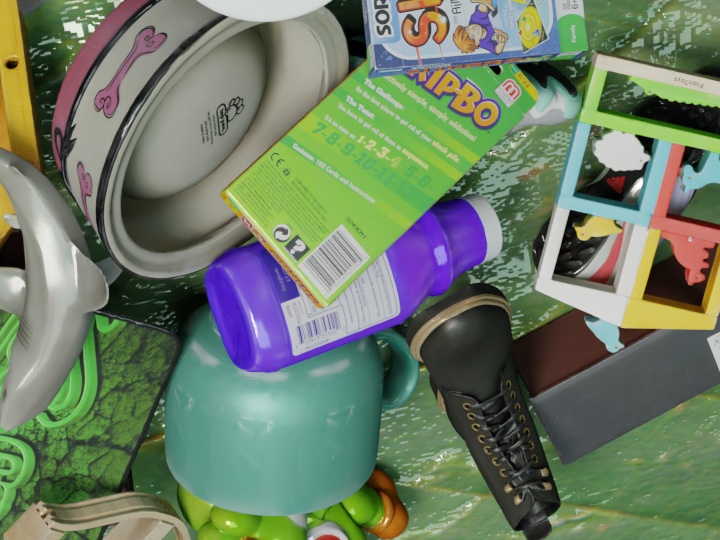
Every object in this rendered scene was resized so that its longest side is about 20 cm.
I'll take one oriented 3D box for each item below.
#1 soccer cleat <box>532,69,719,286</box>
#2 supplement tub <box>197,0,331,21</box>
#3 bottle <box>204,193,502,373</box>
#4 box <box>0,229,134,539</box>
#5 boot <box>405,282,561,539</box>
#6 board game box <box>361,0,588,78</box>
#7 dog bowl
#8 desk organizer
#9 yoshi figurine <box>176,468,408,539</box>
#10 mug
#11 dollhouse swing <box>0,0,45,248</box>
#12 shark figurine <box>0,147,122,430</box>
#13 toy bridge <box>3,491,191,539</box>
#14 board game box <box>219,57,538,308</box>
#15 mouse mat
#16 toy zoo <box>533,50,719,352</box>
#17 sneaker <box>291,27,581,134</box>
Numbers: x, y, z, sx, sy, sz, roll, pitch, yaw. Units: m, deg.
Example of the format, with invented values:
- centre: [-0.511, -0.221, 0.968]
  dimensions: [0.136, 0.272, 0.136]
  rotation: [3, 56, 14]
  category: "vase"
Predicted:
- centre: [0.210, -0.060, 1.192]
  dimensions: [0.200, 0.068, 0.073]
  rotation: [-47, 141, 10]
  category: "soccer cleat"
- centre: [-0.065, -0.236, 0.947]
  dimensions: [0.131, 0.200, 0.133]
  rotation: [-5, 119, -10]
  category: "supplement tub"
- centre: [0.000, 0.000, 1.082]
  dimensions: [0.199, 0.065, 0.084]
  rotation: [-21, 94, -26]
  category: "bottle"
- centre: [-0.216, 0.077, 1.141]
  dimensions: [0.074, 0.100, 0.201]
  rotation: [-14, 120, -5]
  category: "box"
- centre: [0.098, 0.101, 1.153]
  dimensions: [0.077, 0.139, 0.200]
  rotation: [-26, 156, 2]
  category: "boot"
- centre: [0.061, -0.225, 1.018]
  dimensions: [0.134, 0.034, 0.201]
  rotation: [-7, 88, -6]
  category: "board game box"
- centre: [-0.102, -0.096, 1.011]
  dimensions: [0.200, 0.074, 0.201]
  rotation: [-37, 150, -26]
  category: "dog bowl"
- centre: [0.216, 0.054, 1.238]
  dimensions: [0.199, 0.077, 0.072]
  rotation: [-28, 121, 3]
  category: "desk organizer"
- centre: [-0.060, 0.172, 1.214]
  dimensions: [0.200, 0.111, 0.113]
  rotation: [15, 74, -56]
  category: "yoshi figurine"
- centre: [-0.054, 0.072, 1.160]
  dimensions: [0.151, 0.185, 0.115]
  rotation: [13, 119, 17]
  category: "mug"
- centre: [-0.295, -0.102, 0.970]
  dimensions: [0.199, 0.176, 0.183]
  rotation: [-8, 83, -8]
  category: "dollhouse swing"
- centre: [-0.187, -0.013, 0.980]
  dimensions: [0.128, 0.089, 0.215]
  rotation: [-35, 127, -26]
  category: "shark figurine"
- centre: [-0.157, 0.186, 1.142]
  dimensions: [0.067, 0.027, 0.200]
  rotation: [-46, 147, 7]
  category: "toy bridge"
- centre: [0.015, -0.079, 1.037]
  dimensions: [0.200, 0.030, 0.096]
  rotation: [-43, 99, -13]
  category: "board game box"
- centre: [-0.223, 0.104, 1.094]
  dimensions: [0.160, 0.008, 0.201]
  rotation: [16, 113, -19]
  category: "mouse mat"
- centre: [0.198, -0.039, 1.141]
  dimensions: [0.130, 0.020, 0.201]
  rotation: [12, 106, -2]
  category: "toy zoo"
- centre: [0.043, -0.085, 1.131]
  dimensions: [0.199, 0.078, 0.141]
  rotation: [8, 118, -6]
  category: "sneaker"
